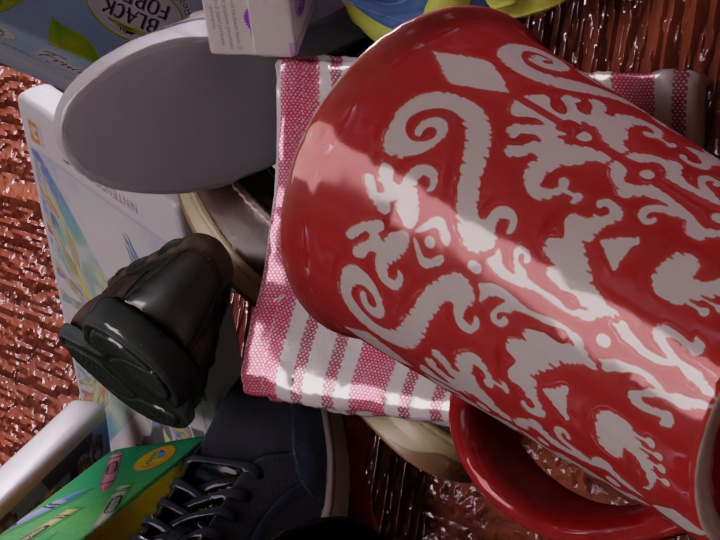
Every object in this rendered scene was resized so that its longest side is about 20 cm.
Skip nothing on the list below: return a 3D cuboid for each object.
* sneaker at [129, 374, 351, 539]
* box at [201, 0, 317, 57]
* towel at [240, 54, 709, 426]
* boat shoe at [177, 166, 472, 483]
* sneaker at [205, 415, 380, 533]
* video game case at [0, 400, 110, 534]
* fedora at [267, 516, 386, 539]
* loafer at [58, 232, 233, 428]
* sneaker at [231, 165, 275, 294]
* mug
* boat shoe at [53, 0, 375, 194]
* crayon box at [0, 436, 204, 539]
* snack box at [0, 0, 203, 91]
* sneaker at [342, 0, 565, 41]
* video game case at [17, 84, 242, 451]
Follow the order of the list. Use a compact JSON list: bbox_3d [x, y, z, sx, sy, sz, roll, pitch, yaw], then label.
[{"bbox_3d":[-0.083,0.112,1.230,0.077,0.146,0.203,-1,67,41],"label":"sneaker"},{"bbox_3d":[-0.025,-0.167,1.276,0.200,0.039,0.042,-72,-21,-47],"label":"box"},{"bbox_3d":[0.041,-0.011,1.181,0.199,0.030,0.147,5,88,36],"label":"towel"},{"bbox_3d":[0.000,0.000,1.268,0.200,0.072,0.072,48,113,31],"label":"boat shoe"},{"bbox_3d":[-0.027,0.150,1.314,0.090,0.078,0.201,-16,73,50],"label":"sneaker"},{"bbox_3d":[-0.168,0.186,1.424,0.023,0.200,0.183,8,118,24],"label":"video game case"},{"bbox_3d":[-0.011,0.202,1.201,0.091,0.200,0.202,15,98,31],"label":"fedora"},{"bbox_3d":[-0.085,0.025,1.310,0.063,0.072,0.200,-52,4,-10],"label":"loafer"},{"bbox_3d":[-0.029,-0.030,1.362,0.200,0.072,0.072,-23,62,58],"label":"sneaker"},{"bbox_3d":[0.093,0.017,1.052,0.133,0.178,0.200,-47,48,-12],"label":"mug"},{"bbox_3d":[-0.039,-0.093,1.283,0.070,0.199,0.071,-129,17,-66],"label":"boat shoe"},{"bbox_3d":[-0.117,0.165,1.321,0.058,0.200,0.119,-9,104,29],"label":"crayon box"},{"bbox_3d":[-0.096,-0.177,1.373,0.068,0.168,0.201,-8,63,62],"label":"snack box"},{"bbox_3d":[0.054,-0.148,1.160,0.200,0.105,0.076,-36,52,35],"label":"sneaker"},{"bbox_3d":[-0.104,0.027,1.442,0.182,0.022,0.201,33,139,55],"label":"video game case"}]
